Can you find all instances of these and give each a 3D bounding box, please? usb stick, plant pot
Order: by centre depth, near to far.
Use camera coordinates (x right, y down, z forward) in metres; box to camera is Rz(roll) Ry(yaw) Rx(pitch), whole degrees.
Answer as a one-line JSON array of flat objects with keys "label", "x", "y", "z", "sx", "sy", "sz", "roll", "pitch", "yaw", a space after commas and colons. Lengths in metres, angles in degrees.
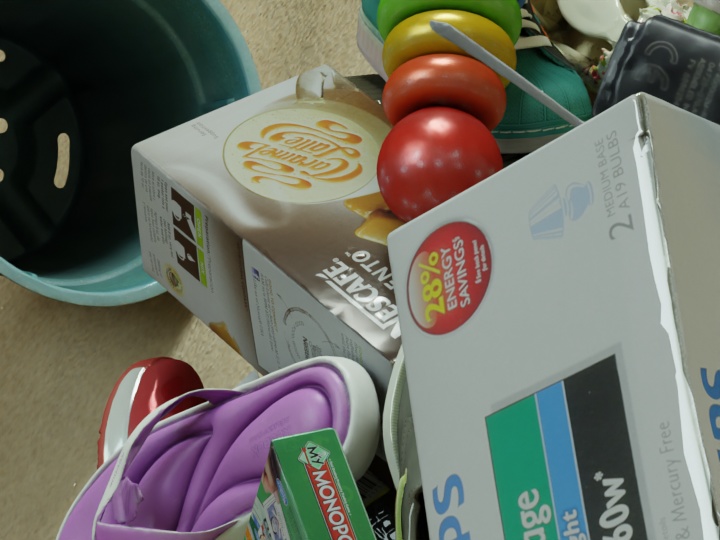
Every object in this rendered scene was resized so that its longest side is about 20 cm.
[{"label": "usb stick", "x": 0.188, "y": -0.043, "z": 1.135, "sx": 0.033, "sy": 0.200, "sz": 0.055, "roll": 13, "pitch": -82, "yaw": -77}, {"label": "plant pot", "x": -0.186, "y": -0.077, "z": 1.666, "sx": 0.196, "sy": 0.200, "sz": 0.200, "roll": -4, "pitch": 58, "yaw": 61}]

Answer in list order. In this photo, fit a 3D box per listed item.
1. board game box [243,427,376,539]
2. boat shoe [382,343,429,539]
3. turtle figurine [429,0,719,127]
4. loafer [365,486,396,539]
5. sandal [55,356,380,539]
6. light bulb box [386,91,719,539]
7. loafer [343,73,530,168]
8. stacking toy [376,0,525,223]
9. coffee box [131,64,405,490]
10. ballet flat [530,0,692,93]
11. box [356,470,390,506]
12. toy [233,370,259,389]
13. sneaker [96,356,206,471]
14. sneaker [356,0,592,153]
[{"label": "board game box", "x": -0.002, "y": 0.179, "z": 1.145, "sx": 0.135, "sy": 0.029, "sz": 0.200, "roll": 107, "pitch": 147, "yaw": -57}, {"label": "boat shoe", "x": 0.047, "y": 0.095, "z": 1.171, "sx": 0.060, "sy": 0.072, "sz": 0.202, "roll": 127, "pitch": 150, "yaw": -66}, {"label": "turtle figurine", "x": 0.145, "y": -0.086, "z": 1.220, "sx": 0.194, "sy": 0.200, "sz": 0.144, "roll": -7, "pitch": 10, "yaw": 29}, {"label": "loafer", "x": 0.070, "y": 0.097, "z": 1.253, "sx": 0.200, "sy": 0.071, "sz": 0.073, "roll": -30, "pitch": 64, "yaw": 12}, {"label": "sandal", "x": -0.076, "y": 0.088, "z": 1.268, "sx": 0.203, "sy": 0.050, "sz": 0.082, "roll": -35, "pitch": 53, "yaw": 32}, {"label": "light bulb box", "x": 0.131, "y": 0.071, "z": 1.028, "sx": 0.125, "sy": 0.200, "sz": 0.198, "roll": -30, "pitch": 56, "yaw": 37}, {"label": "loafer", "x": 0.036, "y": -0.047, "z": 1.420, "sx": 0.200, "sy": 0.076, "sz": 0.068, "roll": -139, "pitch": 47, "yaw": -61}, {"label": "stacking toy", "x": 0.041, "y": -0.107, "z": 1.298, "sx": 0.085, "sy": 0.085, "sz": 0.200, "roll": -27, "pitch": 47, "yaw": 40}, {"label": "coffee box", "x": 0.000, "y": 0.000, "z": 1.325, "sx": 0.114, "sy": 0.080, "sz": 0.200, "roll": -25, "pitch": 44, "yaw": -26}, {"label": "ballet flat", "x": 0.110, "y": -0.128, "z": 1.410, "sx": 0.076, "sy": 0.064, "sz": 0.200, "roll": -53, "pitch": 31, "yaw": 3}, {"label": "box", "x": -0.005, "y": 0.036, "z": 1.411, "sx": 0.050, "sy": 0.075, "sz": 0.200, "roll": -43, "pitch": 33, "yaw": 21}, {"label": "toy", "x": -0.049, "y": 0.155, "z": 1.390, "sx": 0.115, "sy": 0.047, "sz": 0.200, "roll": -43, "pitch": 38, "yaw": 15}, {"label": "sneaker", "x": -0.051, "y": 0.120, "z": 1.332, "sx": 0.115, "sy": 0.078, "sz": 0.200, "roll": -21, "pitch": 61, "yaw": 27}, {"label": "sneaker", "x": 0.048, "y": -0.117, "z": 1.386, "sx": 0.200, "sy": 0.071, "sz": 0.080, "roll": -136, "pitch": 40, "yaw": -56}]
